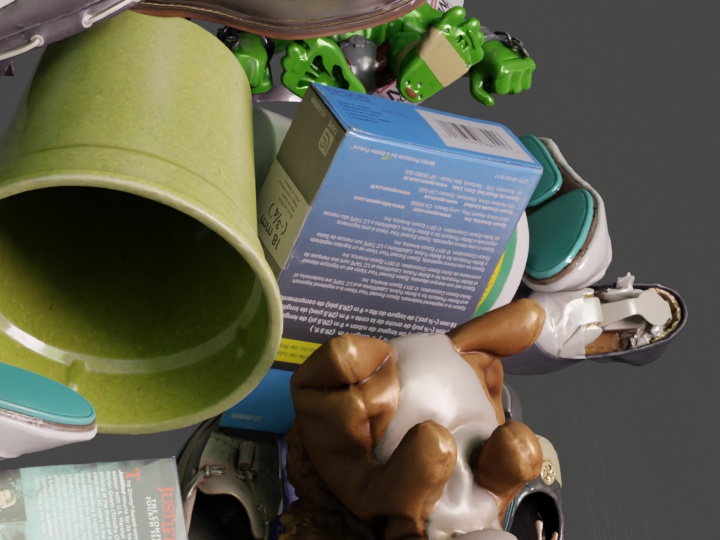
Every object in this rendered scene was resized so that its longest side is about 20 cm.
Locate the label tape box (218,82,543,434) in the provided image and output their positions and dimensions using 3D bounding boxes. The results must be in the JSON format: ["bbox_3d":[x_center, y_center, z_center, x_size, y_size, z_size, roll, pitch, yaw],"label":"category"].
[{"bbox_3d":[0.000,0.000,1.491,0.144,0.201,0.063,10,26,-34],"label":"label tape box"}]

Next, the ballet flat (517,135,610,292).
[{"bbox_3d":[0.136,-0.027,1.687,0.069,0.069,0.200,39,15,-23],"label":"ballet flat"}]

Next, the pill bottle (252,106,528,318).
[{"bbox_3d":[0.000,-0.033,1.585,0.199,0.113,0.113,20,58,-35],"label":"pill bottle"}]

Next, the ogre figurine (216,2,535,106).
[{"bbox_3d":[-0.007,-0.141,1.564,0.199,0.120,0.098,-20,120,-14],"label":"ogre figurine"}]

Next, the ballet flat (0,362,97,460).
[{"bbox_3d":[-0.238,0.072,1.351,0.199,0.069,0.070,20,58,-33],"label":"ballet flat"}]

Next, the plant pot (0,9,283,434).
[{"bbox_3d":[-0.134,-0.041,1.427,0.200,0.200,0.185,35,38,-26],"label":"plant pot"}]

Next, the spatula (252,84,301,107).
[{"bbox_3d":[-0.036,-0.113,1.656,0.199,0.021,0.057,10,62,-41],"label":"spatula"}]

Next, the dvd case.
[{"bbox_3d":[-0.183,0.176,1.332,0.199,0.022,0.147,-4,72,-22],"label":"dvd case"}]

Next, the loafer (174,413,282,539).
[{"bbox_3d":[-0.082,0.154,1.447,0.072,0.063,0.200,35,51,-15],"label":"loafer"}]

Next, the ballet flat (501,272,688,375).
[{"bbox_3d":[0.153,0.032,1.731,0.199,0.073,0.073,1,70,-43],"label":"ballet flat"}]

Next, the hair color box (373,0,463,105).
[{"bbox_3d":[-0.023,-0.201,1.673,0.200,0.061,0.099,37,38,-24],"label":"hair color box"}]

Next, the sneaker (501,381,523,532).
[{"bbox_3d":[0.058,0.164,1.513,0.201,0.075,0.079,-65,149,-23],"label":"sneaker"}]

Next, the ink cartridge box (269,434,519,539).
[{"bbox_3d":[0.015,0.133,1.571,0.200,0.047,0.199,15,61,-41],"label":"ink cartridge box"}]

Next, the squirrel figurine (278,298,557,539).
[{"bbox_3d":[0.032,0.141,1.416,0.141,0.200,0.187,-8,70,-37],"label":"squirrel figurine"}]

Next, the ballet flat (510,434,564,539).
[{"bbox_3d":[0.106,0.191,1.559,0.066,0.057,0.201,31,51,-32],"label":"ballet flat"}]

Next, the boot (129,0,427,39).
[{"bbox_3d":[-0.058,-0.191,1.469,0.075,0.199,0.097,-94,-179,-58],"label":"boot"}]

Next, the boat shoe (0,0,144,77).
[{"bbox_3d":[-0.207,-0.135,1.412,0.060,0.200,0.074,60,-2,-29],"label":"boat shoe"}]
